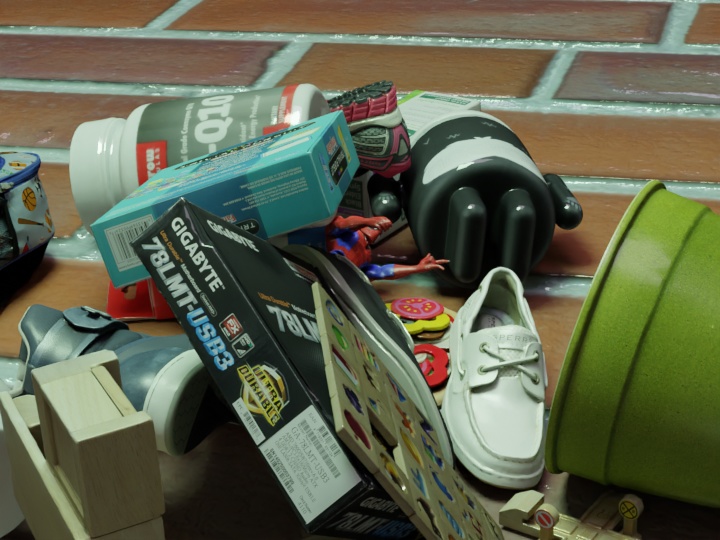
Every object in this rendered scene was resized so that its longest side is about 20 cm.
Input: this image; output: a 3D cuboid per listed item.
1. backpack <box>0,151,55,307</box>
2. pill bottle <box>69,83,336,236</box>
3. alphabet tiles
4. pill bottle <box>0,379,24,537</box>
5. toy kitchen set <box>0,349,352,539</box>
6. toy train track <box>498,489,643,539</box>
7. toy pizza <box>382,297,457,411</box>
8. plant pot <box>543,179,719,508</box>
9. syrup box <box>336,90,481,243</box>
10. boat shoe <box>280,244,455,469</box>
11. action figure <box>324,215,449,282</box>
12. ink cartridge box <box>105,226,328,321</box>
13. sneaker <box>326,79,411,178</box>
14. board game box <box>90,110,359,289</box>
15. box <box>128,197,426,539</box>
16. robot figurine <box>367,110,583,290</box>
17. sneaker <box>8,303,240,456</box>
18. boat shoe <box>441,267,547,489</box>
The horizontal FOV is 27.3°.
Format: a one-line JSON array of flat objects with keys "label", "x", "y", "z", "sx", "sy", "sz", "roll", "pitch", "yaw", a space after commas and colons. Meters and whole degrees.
[{"label": "backpack", "x": -0.369, "y": -0.050, "z": 1.294, "sx": 0.198, "sy": 0.155, "sz": 0.190, "roll": 6, "pitch": 17, "yaw": 26}, {"label": "pill bottle", "x": -0.124, "y": -0.082, "z": 1.190, "sx": 0.198, "sy": 0.115, "sz": 0.114, "roll": -6, "pitch": 25, "yaw": 12}, {"label": "alphabet tiles", "x": 0.036, "y": 0.115, "z": 0.854, "sx": 0.008, "sy": 0.200, "sz": 0.167, "roll": -33, "pitch": 24, "yaw": 9}, {"label": "pill bottle", "x": -0.291, "y": 0.103, "z": 0.994, "sx": 0.110, "sy": 0.112, "sz": 0.200, "roll": -20, "pitch": 30, "yaw": -31}, {"label": "toy kitchen set", "x": -0.091, "y": 0.120, "z": 0.828, "sx": 0.179, "sy": 0.202, "sz": 0.163, "roll": -15, "pitch": 28, "yaw": -23}, {"label": "toy train track", "x": 0.176, "y": 0.165, "z": 0.896, "sx": 0.199, "sy": 0.033, "sz": 0.115, "roll": 15, "pitch": 31, "yaw": 31}, {"label": "toy pizza", "x": 0.007, "y": 0.061, "z": 1.135, "sx": 0.198, "sy": 0.032, "sz": 0.201, "roll": -3, "pitch": 26, "yaw": 1}, {"label": "plant pot", "x": 0.243, "y": 0.068, "z": 0.932, "sx": 0.192, "sy": 0.202, "sz": 0.200, "roll": 20, "pitch": 32, "yaw": 19}, {"label": "syrup box", "x": 0.033, "y": -0.102, "z": 1.414, "sx": 0.078, "sy": 0.082, "sz": 0.200, "roll": 13, "pitch": 29, "yaw": 33}, {"label": "boat shoe", "x": 0.008, "y": 0.066, "z": 1.016, "sx": 0.200, "sy": 0.074, "sz": 0.060, "roll": 52, "pitch": 24, "yaw": 20}, {"label": "action figure", "x": 0.000, "y": 0.000, "z": 1.146, "sx": 0.098, "sy": 0.066, "sz": 0.200, "roll": -13, "pitch": 19, "yaw": 22}, {"label": "ink cartridge box", "x": -0.122, "y": -0.018, "z": 1.273, "sx": 0.198, "sy": 0.068, "sz": 0.116, "roll": -6, "pitch": 25, "yaw": -4}, {"label": "sneaker", "x": -0.038, "y": -0.106, "z": 1.285, "sx": 0.080, "sy": 0.075, "sz": 0.199, "roll": -31, "pitch": 15, "yaw": -36}, {"label": "board game box", "x": -0.085, "y": -0.053, "z": 1.022, "sx": 0.150, "sy": 0.047, "sz": 0.200, "roll": -17, "pitch": 11, "yaw": 9}, {"label": "box", "x": -0.029, "y": 0.066, "z": 0.876, "sx": 0.050, "sy": 0.200, "sz": 0.199, "roll": -36, "pitch": 68, "yaw": 9}, {"label": "robot figurine", "x": 0.098, "y": -0.059, "z": 1.272, "sx": 0.125, "sy": 0.150, "sz": 0.200, "roll": -46, "pitch": 23, "yaw": 14}, {"label": "sneaker", "x": -0.142, "y": 0.060, "z": 0.971, "sx": 0.145, "sy": 0.078, "sz": 0.202, "roll": 11, "pitch": 7, "yaw": 18}, {"label": "boat shoe", "x": 0.097, "y": 0.068, "z": 1.039, "sx": 0.070, "sy": 0.070, "sz": 0.201, "roll": 10, "pitch": 34, "yaw": -10}]
